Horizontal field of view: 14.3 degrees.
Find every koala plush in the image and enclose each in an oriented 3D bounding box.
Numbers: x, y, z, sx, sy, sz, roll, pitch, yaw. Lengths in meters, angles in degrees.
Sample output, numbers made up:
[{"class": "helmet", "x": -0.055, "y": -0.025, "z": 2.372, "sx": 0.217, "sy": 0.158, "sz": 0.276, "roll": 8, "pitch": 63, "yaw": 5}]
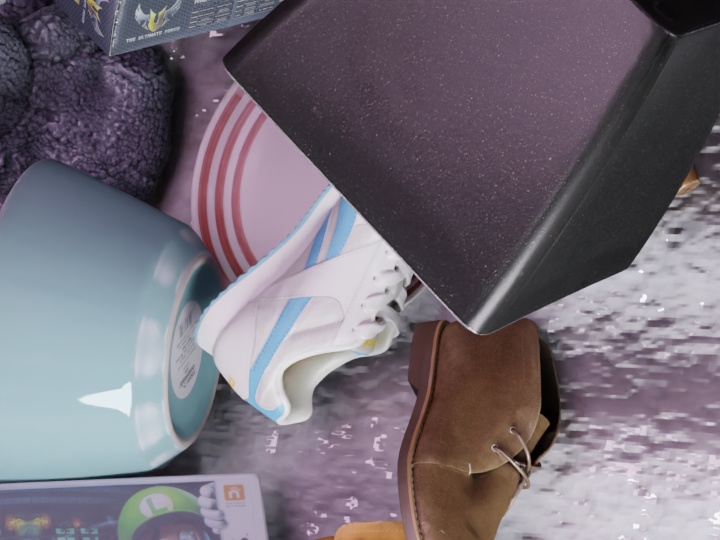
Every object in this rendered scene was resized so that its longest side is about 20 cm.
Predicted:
[{"class": "koala plush", "x": -0.228, "y": -0.116, "z": 1.735, "sx": 0.184, "sy": 0.200, "sz": 0.178, "roll": 32, "pitch": 93, "yaw": 34}]

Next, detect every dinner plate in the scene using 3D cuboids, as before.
[{"class": "dinner plate", "x": -0.012, "y": -0.054, "z": 1.689, "sx": 0.200, "sy": 0.024, "sz": 0.201, "roll": -10, "pitch": 71, "yaw": 30}]

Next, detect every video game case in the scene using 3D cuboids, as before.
[{"class": "video game case", "x": -0.144, "y": 0.191, "z": 1.575, "sx": 0.200, "sy": 0.023, "sz": 0.182, "roll": -2, "pitch": 48, "yaw": -9}]

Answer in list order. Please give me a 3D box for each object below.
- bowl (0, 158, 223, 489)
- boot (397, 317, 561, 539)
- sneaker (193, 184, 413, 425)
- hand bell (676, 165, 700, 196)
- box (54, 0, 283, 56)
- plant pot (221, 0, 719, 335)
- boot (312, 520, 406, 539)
[{"class": "bowl", "x": -0.144, "y": 0.040, "z": 1.658, "sx": 0.105, "sy": 0.201, "sz": 0.201, "roll": 6, "pitch": 78, "yaw": 14}, {"class": "boot", "x": 0.066, "y": 0.104, "z": 1.544, "sx": 0.075, "sy": 0.074, "sz": 0.200, "roll": -9, "pitch": 49, "yaw": 17}, {"class": "sneaker", "x": 0.000, "y": 0.000, "z": 1.615, "sx": 0.200, "sy": 0.076, "sz": 0.081, "roll": -46, "pitch": 70, "yaw": 16}, {"class": "hand bell", "x": 0.133, "y": -0.128, "z": 1.600, "sx": 0.104, "sy": 0.104, "sz": 0.200, "roll": -33, "pitch": 73, "yaw": 19}, {"class": "box", "x": -0.107, "y": -0.206, "z": 1.697, "sx": 0.158, "sy": 0.200, "sz": 0.051, "roll": 46, "pitch": 138, "yaw": 33}, {"class": "plant pot", "x": 0.089, "y": -0.113, "z": 1.487, "sx": 0.200, "sy": 0.200, "sz": 0.177, "roll": 47, "pitch": 117, "yaw": 12}, {"class": "boot", "x": 0.030, "y": 0.208, "z": 1.554, "sx": 0.201, "sy": 0.071, "sz": 0.144, "roll": -3, "pitch": 74, "yaw": 35}]
